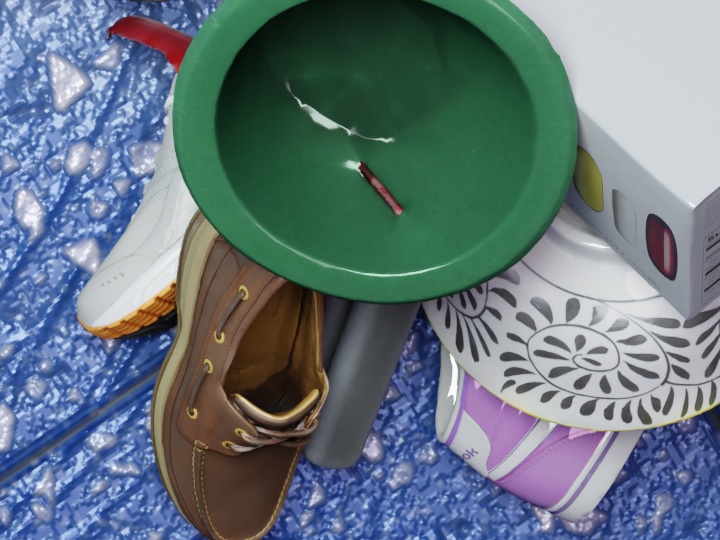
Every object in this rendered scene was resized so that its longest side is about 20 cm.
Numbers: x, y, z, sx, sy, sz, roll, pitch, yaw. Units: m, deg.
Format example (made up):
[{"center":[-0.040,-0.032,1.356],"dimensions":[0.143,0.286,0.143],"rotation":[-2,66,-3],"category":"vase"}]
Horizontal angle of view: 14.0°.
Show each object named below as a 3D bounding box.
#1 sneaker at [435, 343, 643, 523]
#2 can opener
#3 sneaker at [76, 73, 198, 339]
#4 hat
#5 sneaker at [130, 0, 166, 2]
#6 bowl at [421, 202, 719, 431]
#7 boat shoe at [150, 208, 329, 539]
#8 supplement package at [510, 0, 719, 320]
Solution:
[{"center":[0.109,0.015,1.457],"dimensions":[0.114,0.073,0.201],"rotation":[30,88,-13],"category":"sneaker"},{"center":[0.000,0.000,1.403],"dimensions":[0.066,0.053,0.201],"rotation":[5,116,-24],"category":"can opener"},{"center":[-0.072,-0.054,1.408],"dimensions":[0.200,0.076,0.092],"rotation":[-44,76,3],"category":"sneaker"},{"center":[-0.003,-0.100,1.317],"dimensions":[0.199,0.176,0.166],"rotation":[24,115,-9],"category":"hat"},{"center":[-0.066,-0.211,1.383],"dimensions":[0.200,0.077,0.111],"rotation":[-47,119,-19],"category":"sneaker"},{"center":[0.121,-0.033,1.394],"dimensions":[0.200,0.094,0.201],"rotation":[-2,69,4],"category":"bowl"},{"center":[-0.053,0.058,1.380],"dimensions":[0.072,0.068,0.201],"rotation":[-12,130,-25],"category":"boat shoe"},{"center":[0.135,-0.111,1.313],"dimensions":[0.156,0.111,0.200],"rotation":[-39,66,-14],"category":"supplement package"}]
